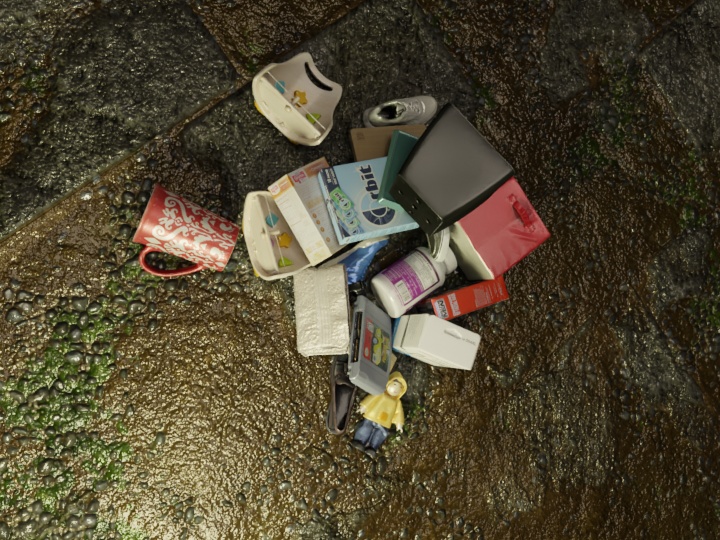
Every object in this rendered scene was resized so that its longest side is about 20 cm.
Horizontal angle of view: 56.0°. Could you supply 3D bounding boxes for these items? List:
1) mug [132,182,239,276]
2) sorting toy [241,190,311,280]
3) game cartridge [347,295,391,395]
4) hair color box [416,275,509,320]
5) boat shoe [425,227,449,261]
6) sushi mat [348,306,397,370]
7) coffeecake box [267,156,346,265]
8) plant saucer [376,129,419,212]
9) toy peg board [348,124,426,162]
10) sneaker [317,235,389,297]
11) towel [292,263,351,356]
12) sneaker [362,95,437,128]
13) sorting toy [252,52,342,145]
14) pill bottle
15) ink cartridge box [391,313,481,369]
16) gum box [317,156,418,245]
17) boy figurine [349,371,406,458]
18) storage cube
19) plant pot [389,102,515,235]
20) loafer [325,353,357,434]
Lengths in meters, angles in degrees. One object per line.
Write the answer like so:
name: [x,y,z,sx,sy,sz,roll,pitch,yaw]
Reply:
mug: [-0.382,-0.074,1.476,0.197,0.178,0.135,23,43,-18]
sorting toy: [-0.163,-0.075,1.543,0.178,0.107,0.203,-10,76,-31]
game cartridge: [0.025,0.174,1.549,0.133,0.040,0.203,42,45,-49]
hair color box: [0.245,0.071,1.643,0.197,0.111,0.065,-18,90,-18]
boat shoe: [0.162,-0.121,1.555,0.063,0.071,0.204,-1,86,-19]
sushi mat: [0.001,0.171,1.594,0.200,0.012,0.096,49,49,-8]
coffeecake box: [-0.096,-0.137,1.540,0.153,0.073,0.202,-35,97,-50]
plant saucer: [0.090,-0.230,1.530,0.069,0.019,0.203,19,64,-11]
toy peg board: [0.075,-0.235,1.638,0.196,0.098,0.203,-7,72,-19]
sneaker: [0.000,0.000,1.589,0.198,0.077,0.112,-30,88,-13]
towel: [-0.088,0.091,1.534,0.130,0.034,0.204,-6,88,17]
sneaker: [0.106,-0.388,1.655,0.197,0.081,0.076,-18,89,-19]
sorting toy: [-0.133,-0.410,1.574,0.200,0.107,0.181,43,66,-12]
pill bottle: [0.130,0.014,1.613,0.199,0.112,0.113,-33,95,-17]
ink cartridge box: [0.165,0.164,1.565,0.144,0.200,0.086,22,80,-13]
gum box: [0.022,-0.161,1.517,0.197,0.045,0.172,-13,74,-22]
boy figurine: [0.056,0.335,1.590,0.123,0.064,0.202,32,81,-9]
storage cube: [0.312,-0.097,1.635,0.179,0.200,0.172,-36,97,-10]
plant pot: [0.173,-0.193,1.437,0.177,0.200,0.200,-43,87,-11]
loafer: [-0.036,0.277,1.564,0.071,0.063,0.204,10,81,-13]
